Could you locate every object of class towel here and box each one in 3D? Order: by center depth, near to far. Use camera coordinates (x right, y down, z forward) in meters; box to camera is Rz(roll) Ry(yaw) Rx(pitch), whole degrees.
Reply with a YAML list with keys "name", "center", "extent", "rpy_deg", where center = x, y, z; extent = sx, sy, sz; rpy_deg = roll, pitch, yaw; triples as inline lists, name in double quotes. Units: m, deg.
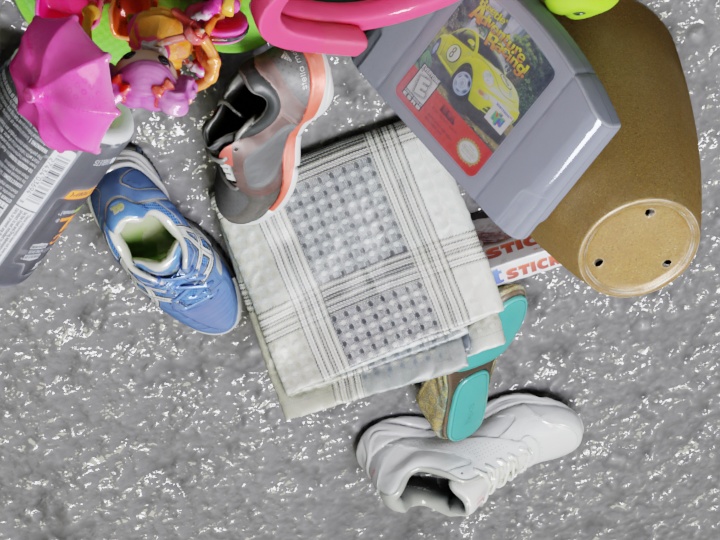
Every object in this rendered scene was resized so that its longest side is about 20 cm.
- name: "towel"
  center: [0.000, 0.000, 1.768]
  extent: [0.192, 0.035, 0.200]
  rpy_deg: [-20, 96, 2]

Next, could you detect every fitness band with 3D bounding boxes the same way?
- name: "fitness band"
  center: [0.008, -0.201, 1.554]
  extent: [0.144, 0.037, 0.200]
  rpy_deg: [-34, 162, 32]

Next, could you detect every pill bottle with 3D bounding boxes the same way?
- name: "pill bottle"
  center: [-0.260, -0.060, 1.664]
  extent: [0.106, 0.106, 0.200]
  rpy_deg: [23, 121, -31]

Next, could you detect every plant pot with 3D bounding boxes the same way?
- name: "plant pot"
  center: [0.179, -0.079, 1.709]
  extent: [0.186, 0.200, 0.187]
  rpy_deg: [-7, 130, -8]

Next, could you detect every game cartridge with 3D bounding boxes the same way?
- name: "game cartridge"
  center: [0.091, -0.138, 1.644]
  extent: [0.133, 0.200, 0.041]
  rpy_deg: [-51, 156, 23]

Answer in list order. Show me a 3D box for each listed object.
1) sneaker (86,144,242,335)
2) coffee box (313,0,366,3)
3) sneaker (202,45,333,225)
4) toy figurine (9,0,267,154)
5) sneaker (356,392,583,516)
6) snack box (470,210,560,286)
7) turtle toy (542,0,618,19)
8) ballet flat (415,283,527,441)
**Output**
- name: "sneaker"
  center: [-0.153, -0.007, 1.758]
  extent: [0.076, 0.077, 0.200]
  rpy_deg: [-31, 132, 9]
- name: "coffee box"
  center: [-0.047, -0.253, 1.601]
  extent: [0.123, 0.044, 0.200]
  rpy_deg: [1, 129, -17]
- name: "sneaker"
  center: [-0.088, -0.101, 1.669]
  extent: [0.082, 0.077, 0.200]
  rpy_deg: [-18, 152, -31]
- name: "toy figurine"
  center: [-0.158, -0.146, 1.534]
  extent: [0.200, 0.184, 0.150]
  rpy_deg: [12, 128, -3]
- name: "sneaker"
  center: [0.102, 0.171, 1.965]
  extent: [0.200, 0.099, 0.078]
  rpy_deg: [-13, 132, -5]
- name: "snack box"
  center: [0.078, -0.009, 1.824]
  extent: [0.200, 0.072, 0.024]
  rpy_deg: [-18, 131, 0]
- name: "turtle toy"
  center: [0.209, -0.257, 1.630]
  extent: [0.200, 0.101, 0.146]
  rpy_deg: [-33, 130, 13]
- name: "ballet flat"
  center: [0.084, 0.063, 1.880]
  extent: [0.071, 0.071, 0.200]
  rpy_deg: [-2, 142, -14]
